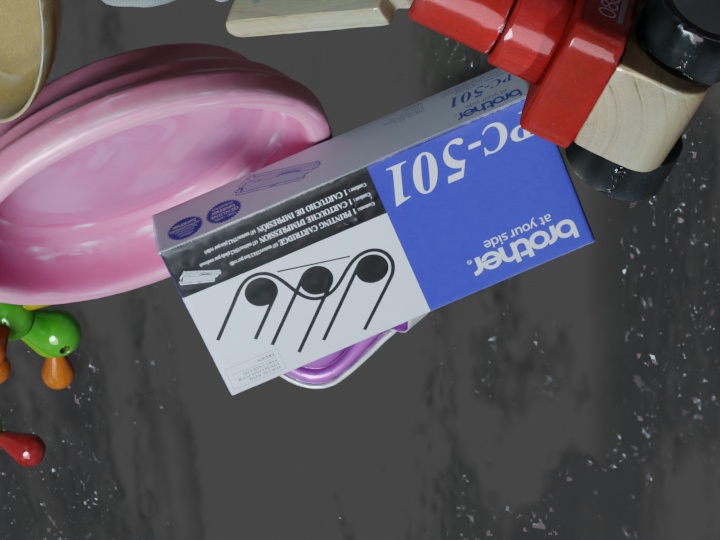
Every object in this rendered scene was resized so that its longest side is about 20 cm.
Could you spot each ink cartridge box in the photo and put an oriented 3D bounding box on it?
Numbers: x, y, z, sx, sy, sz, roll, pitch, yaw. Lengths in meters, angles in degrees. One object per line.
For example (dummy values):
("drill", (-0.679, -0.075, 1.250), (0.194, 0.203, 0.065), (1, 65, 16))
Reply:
("ink cartridge box", (0.007, -0.021, 1.201), (0.200, 0.044, 0.094), (-24, 121, 3))

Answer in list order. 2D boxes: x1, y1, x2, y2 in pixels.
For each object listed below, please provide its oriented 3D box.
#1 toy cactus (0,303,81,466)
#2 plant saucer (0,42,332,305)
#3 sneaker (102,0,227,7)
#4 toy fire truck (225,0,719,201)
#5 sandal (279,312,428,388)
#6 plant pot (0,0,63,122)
("toy cactus", (-0.236, 0.023, 1.345), (0.165, 0.102, 0.200), (21, 142, 11))
("plant saucer", (-0.114, -0.051, 1.201), (0.200, 0.051, 0.201), (-20, 159, -8))
("sneaker", (-0.131, -0.186, 1.101), (0.200, 0.116, 0.075), (26, 132, -7))
("toy fire truck", (0.062, -0.133, 1.050), (0.200, 0.176, 0.129), (24, 133, -4))
("sandal", (0.007, 0.003, 1.271), (0.082, 0.050, 0.203), (24, 132, -7))
("plant pot", (-0.193, -0.166, 1.118), (0.200, 0.027, 0.200), (38, 144, 36))
